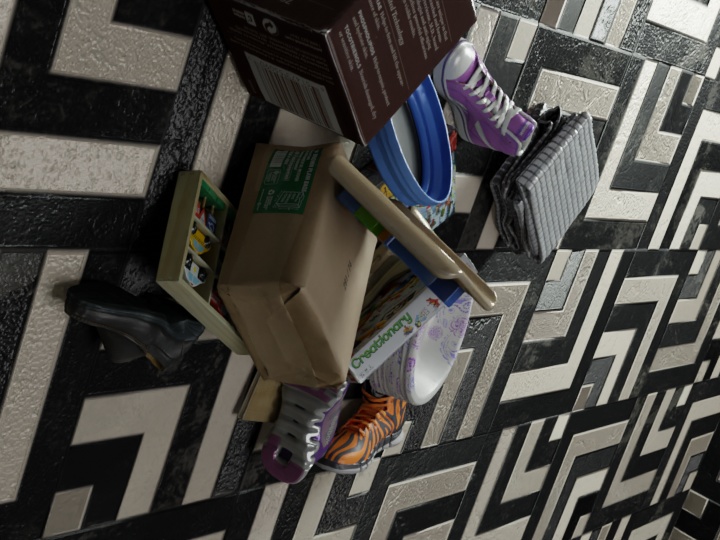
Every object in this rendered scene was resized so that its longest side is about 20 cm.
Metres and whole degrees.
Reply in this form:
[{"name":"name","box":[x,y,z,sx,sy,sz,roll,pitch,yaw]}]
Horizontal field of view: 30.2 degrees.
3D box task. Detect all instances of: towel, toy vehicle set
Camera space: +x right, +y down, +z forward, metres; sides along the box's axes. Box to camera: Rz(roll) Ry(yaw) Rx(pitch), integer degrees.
[{"name":"towel","box":[0.263,-0.129,1.931,0.166,0.086,0.200,-50,149,-17]},{"name":"toy vehicle set","box":[-0.148,-0.004,1.402,0.200,0.026,0.125,52,42,-58]}]

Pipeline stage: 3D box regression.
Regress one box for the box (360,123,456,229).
[{"name":"box","box":[0.046,-0.086,1.673,0.200,0.040,0.137,-38,141,-35]}]

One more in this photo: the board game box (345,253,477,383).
[{"name":"board game box","box":[0.032,0.054,1.553,0.200,0.126,0.035,-42,107,-22]}]

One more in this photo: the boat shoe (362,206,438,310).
[{"name":"boat shoe","box":[0.000,0.000,1.591,0.200,0.072,0.065,-37,104,-5]}]

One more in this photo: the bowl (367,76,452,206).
[{"name":"bowl","box":[0.049,-0.168,1.514,0.201,0.039,0.201,-14,90,-69]}]

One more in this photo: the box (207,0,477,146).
[{"name":"box","box":[-0.016,-0.266,1.316,0.200,0.166,0.164,-51,147,-20]}]

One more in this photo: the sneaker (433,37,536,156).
[{"name":"sneaker","box":[0.168,-0.217,1.686,0.073,0.114,0.201,-55,147,-11]}]

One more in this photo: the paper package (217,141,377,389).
[{"name":"paper package","box":[-0.063,-0.008,1.431,0.191,0.103,0.200,70,27,-51]}]

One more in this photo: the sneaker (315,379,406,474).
[{"name":"sneaker","box":[0.003,0.198,1.808,0.200,0.077,0.112,-27,131,-60]}]

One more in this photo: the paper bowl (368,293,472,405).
[{"name":"paper bowl","box":[0.063,0.066,1.732,0.201,0.104,0.201,-53,153,-42]}]

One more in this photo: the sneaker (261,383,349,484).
[{"name":"sneaker","box":[-0.054,0.166,1.658,0.088,0.080,0.200,-10,125,-62]}]

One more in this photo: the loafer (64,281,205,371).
[{"name":"loafer","box":[-0.231,0.062,1.340,0.072,0.073,0.200,-61,149,3]}]

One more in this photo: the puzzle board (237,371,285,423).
[{"name":"puzzle board","box":[-0.070,0.123,1.684,0.200,0.017,0.151,17,98,-60]}]

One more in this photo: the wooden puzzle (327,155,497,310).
[{"name":"wooden puzzle","box":[0.051,-0.028,1.411,0.046,0.185,0.200,-48,159,6]}]
